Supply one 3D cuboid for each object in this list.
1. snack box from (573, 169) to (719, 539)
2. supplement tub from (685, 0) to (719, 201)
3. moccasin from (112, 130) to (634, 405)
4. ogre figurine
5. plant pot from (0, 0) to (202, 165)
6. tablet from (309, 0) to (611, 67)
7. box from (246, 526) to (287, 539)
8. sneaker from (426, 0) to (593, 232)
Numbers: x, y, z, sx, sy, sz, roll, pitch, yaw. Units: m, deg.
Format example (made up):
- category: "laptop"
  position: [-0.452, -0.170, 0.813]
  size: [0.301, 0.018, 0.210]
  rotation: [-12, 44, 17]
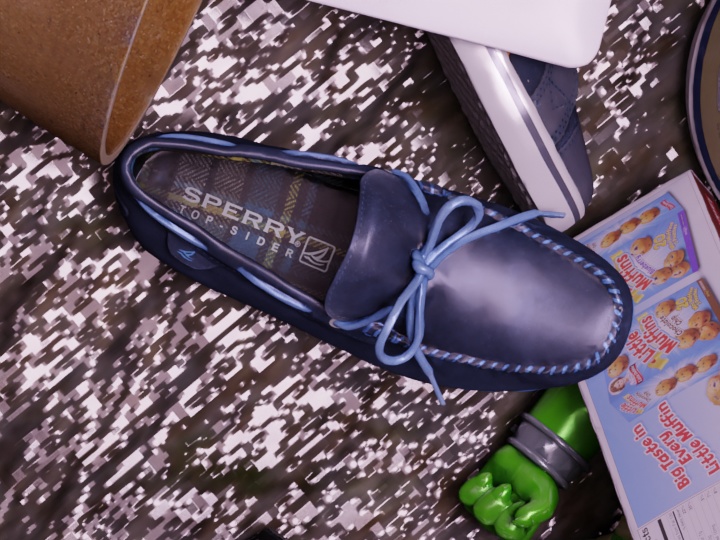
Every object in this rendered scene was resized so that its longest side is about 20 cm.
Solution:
- category: "snack box"
  position: [0.122, 0.056, 1.076]
  size: [0.072, 0.201, 0.024]
  rotation: [-31, 138, 16]
- category: "supplement tub"
  position: [0.213, -0.066, 1.089]
  size: [0.144, 0.200, 0.145]
  rotation: [0, 92, -12]
- category: "moccasin"
  position: [0.000, 0.000, 1.085]
  size: [0.199, 0.068, 0.081]
  rotation: [12, 83, 8]
- category: "ogre figurine"
  position: [0.152, 0.076, 1.129]
  size: [0.199, 0.098, 0.120]
  rotation: [17, 81, 32]
- category: "plant pot"
  position: [-0.141, -0.161, 1.038]
  size: [0.199, 0.186, 0.187]
  rotation: [23, 87, 1]
- category: "tablet"
  position: [0.046, -0.184, 1.075]
  size: [0.129, 0.014, 0.201]
  rotation: [14, 87, 0]
- category: "box"
  position: [-0.066, 0.230, 1.120]
  size: [0.199, 0.048, 0.194]
  rotation: [-32, 96, -9]
- category: "sneaker"
  position: [0.054, -0.115, 1.117]
  size: [0.079, 0.078, 0.201]
  rotation: [-27, 95, -4]
